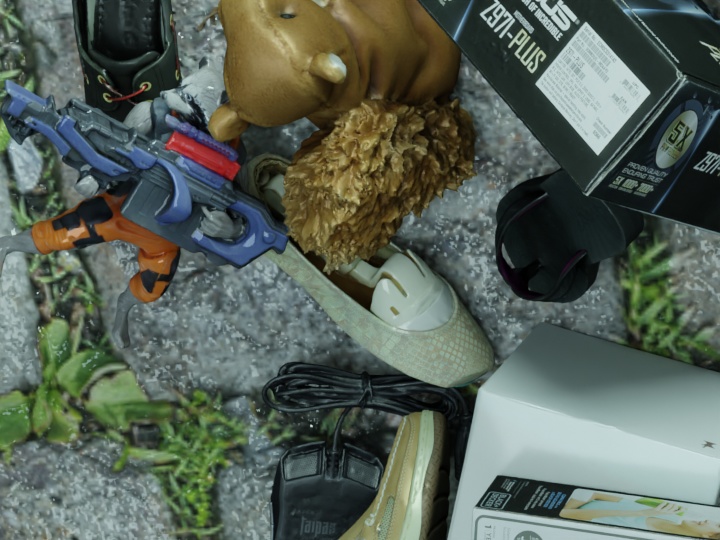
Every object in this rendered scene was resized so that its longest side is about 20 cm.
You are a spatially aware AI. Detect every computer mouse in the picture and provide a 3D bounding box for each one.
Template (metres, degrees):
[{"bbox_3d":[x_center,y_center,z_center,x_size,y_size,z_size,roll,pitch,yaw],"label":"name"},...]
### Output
[{"bbox_3d":[0.007,0.147,1.808,0.139,0.046,0.201,0,109,-2],"label":"computer mouse"}]

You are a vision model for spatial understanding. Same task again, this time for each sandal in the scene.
[{"bbox_3d":[0.108,-0.018,1.655,0.048,0.200,0.075,-39,85,-16],"label":"sandal"}]

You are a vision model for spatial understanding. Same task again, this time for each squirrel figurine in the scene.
[{"bbox_3d":[-0.010,-0.106,1.666,0.141,0.187,0.201,-20,97,22],"label":"squirrel figurine"}]

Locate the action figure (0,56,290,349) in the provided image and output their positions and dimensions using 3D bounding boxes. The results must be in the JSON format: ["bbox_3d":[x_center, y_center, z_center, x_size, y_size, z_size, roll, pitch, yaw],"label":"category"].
[{"bbox_3d":[-0.150,-0.059,1.727,0.200,0.105,0.193,35,116,-23],"label":"action figure"}]

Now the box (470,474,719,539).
[{"bbox_3d":[0.162,0.190,1.588,0.199,0.060,0.117,6,106,15],"label":"box"}]

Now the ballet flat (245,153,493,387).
[{"bbox_3d":[0.000,0.000,1.749,0.199,0.068,0.062,35,148,8],"label":"ballet flat"}]

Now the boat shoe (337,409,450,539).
[{"bbox_3d":[0.008,0.179,1.722,0.076,0.072,0.201,5,68,14],"label":"boat shoe"}]

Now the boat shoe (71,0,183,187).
[{"bbox_3d":[-0.146,-0.130,1.777,0.073,0.063,0.203,2,106,16],"label":"boat shoe"}]

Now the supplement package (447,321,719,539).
[{"bbox_3d":[0.140,0.161,1.701,0.151,0.151,0.201,16,109,13],"label":"supplement package"}]

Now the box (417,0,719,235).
[{"bbox_3d":[0.137,-0.124,1.583,0.086,0.163,0.200,-50,57,19],"label":"box"}]
